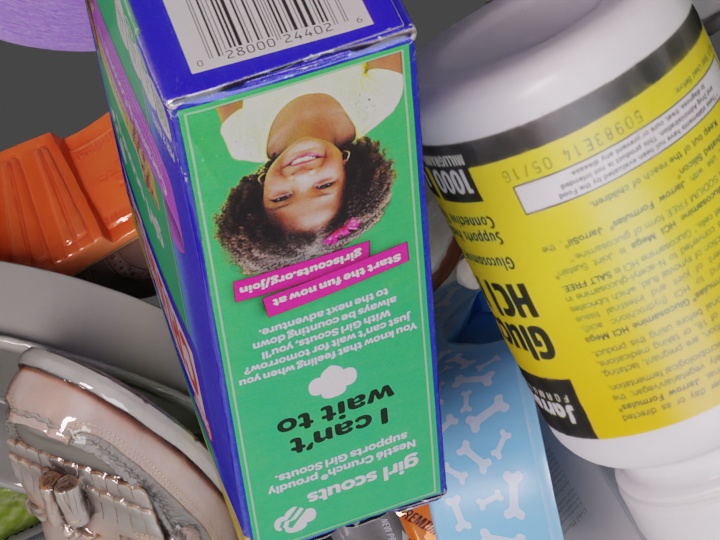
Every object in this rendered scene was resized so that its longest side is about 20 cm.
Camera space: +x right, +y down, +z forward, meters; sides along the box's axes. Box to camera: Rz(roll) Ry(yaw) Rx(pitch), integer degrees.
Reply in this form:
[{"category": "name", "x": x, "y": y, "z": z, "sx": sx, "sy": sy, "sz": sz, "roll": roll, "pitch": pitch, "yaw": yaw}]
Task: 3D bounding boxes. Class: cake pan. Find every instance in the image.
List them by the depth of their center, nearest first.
[{"category": "cake pan", "x": -0.123, "y": 0.046, "z": 0.848, "sx": 0.199, "sy": 0.037, "sz": 0.200, "roll": 11, "pitch": 159, "yaw": 5}]

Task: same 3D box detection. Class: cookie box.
[{"category": "cookie box", "x": -0.035, "y": -0.040, "z": 0.692, "sx": 0.075, "sy": 0.172, "sz": 0.201, "roll": -16, "pitch": 137, "yaw": -9}]

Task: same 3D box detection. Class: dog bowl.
[{"category": "dog bowl", "x": 0.051, "y": 0.069, "z": 0.913, "sx": 0.049, "sy": 0.200, "sz": 0.112, "roll": -12, "pitch": 109, "yaw": 4}]

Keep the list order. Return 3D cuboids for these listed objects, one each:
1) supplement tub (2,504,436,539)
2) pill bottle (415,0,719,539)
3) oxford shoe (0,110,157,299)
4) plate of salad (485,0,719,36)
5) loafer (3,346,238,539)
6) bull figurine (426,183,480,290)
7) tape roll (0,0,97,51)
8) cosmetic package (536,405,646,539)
[{"category": "supplement tub", "x": -0.060, "y": 0.141, "z": 0.988, "sx": 0.199, "sy": 0.123, "sz": 0.123, "roll": -25, "pitch": 138, "yaw": -4}, {"category": "pill bottle", "x": 0.100, "y": -0.003, "z": 0.798, "sx": 0.112, "sy": 0.112, "sz": 0.201, "roll": -28, "pitch": 108, "yaw": 0}, {"category": "oxford shoe", "x": -0.068, "y": -0.035, "z": 0.865, "sx": 0.199, "sy": 0.072, "sz": 0.073, "roll": -19, "pitch": 157, "yaw": -3}, {"category": "plate of salad", "x": 0.125, "y": -0.161, "z": 0.839, "sx": 0.199, "sy": 0.048, "sz": 0.201, "roll": -24, "pitch": 142, "yaw": -20}, {"category": "loafer", "x": -0.080, "y": 0.091, "z": 0.784, "sx": 0.063, "sy": 0.072, "sz": 0.200, "roll": -61, "pitch": 157, "yaw": -15}, {"category": "bull figurine", "x": 0.000, "y": 0.000, "z": 0.902, "sx": 0.065, "sy": 0.122, "sz": 0.200, "roll": 36, "pitch": 104, "yaw": -13}, {"category": "tape roll", "x": -0.080, "y": -0.170, "z": 0.714, "sx": 0.199, "sy": 0.066, "sz": 0.201, "roll": -15, "pitch": 137, "yaw": -14}, {"category": "cosmetic package", "x": 0.060, "y": 0.151, "z": 1.040, "sx": 0.051, "sy": 0.151, "sz": 0.200, "roll": 17, "pitch": 123, "yaw": -38}]
